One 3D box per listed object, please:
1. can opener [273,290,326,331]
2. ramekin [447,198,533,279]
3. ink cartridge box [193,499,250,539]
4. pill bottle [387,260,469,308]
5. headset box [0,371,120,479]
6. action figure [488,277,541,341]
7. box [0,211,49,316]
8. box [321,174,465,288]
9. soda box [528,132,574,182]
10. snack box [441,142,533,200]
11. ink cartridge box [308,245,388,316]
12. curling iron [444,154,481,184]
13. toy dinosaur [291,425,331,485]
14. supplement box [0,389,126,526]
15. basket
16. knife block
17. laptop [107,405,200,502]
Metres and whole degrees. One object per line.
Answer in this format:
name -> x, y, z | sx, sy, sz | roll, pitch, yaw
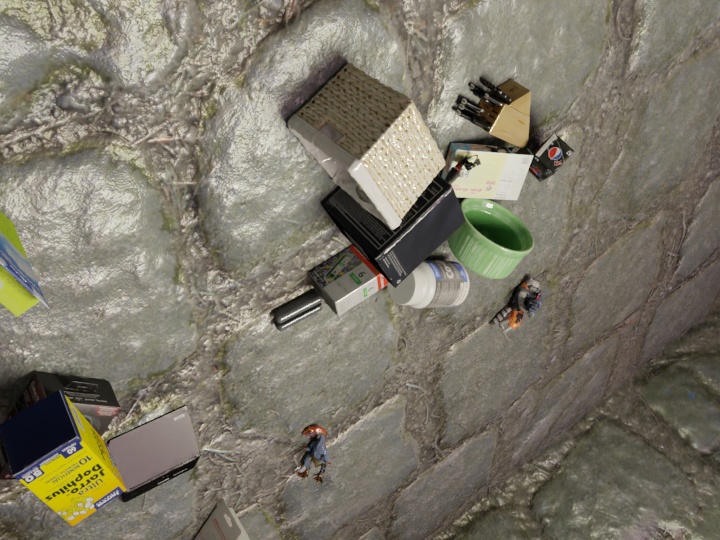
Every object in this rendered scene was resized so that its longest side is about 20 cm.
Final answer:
can opener -> -0.095, 0.076, 1.467 | 0.197, 0.067, 0.053 | -23, 140, -21
ramekin -> 0.302, -0.074, 1.604 | 0.197, 0.201, 0.099 | -7, 138, -40
ink cartridge box -> -0.359, 0.702, 1.751 | 0.067, 0.117, 0.202 | 16, 113, -51
pill bottle -> 0.163, 0.032, 1.632 | 0.197, 0.114, 0.115 | 0, 125, -45
headset box -> -0.538, 0.272, 1.204 | 0.201, 0.077, 0.148 | -53, 143, 12
action figure -> 0.475, 0.110, 2.027 | 0.196, 0.104, 0.200 | -60, 166, 11
box -> -0.478, -0.032, 0.869 | 0.047, 0.200, 0.123 | -35, 143, -10
box -> 0.066, -0.114, 1.324 | 0.198, 0.200, 0.124 | -42, 143, -2
soda box -> 0.437, -0.262, 1.584 | 0.071, 0.063, 0.200 | -48, 178, 5
snack box -> 0.280, -0.220, 1.518 | 0.195, 0.037, 0.118 | 1, 126, -20
ink cartridge box -> 0.000, 0.000, 1.445 | 0.198, 0.109, 0.051 | -32, 142, -18
curling iron -> 0.200, -0.203, 1.376 | 0.049, 0.026, 0.200 | -17, -168, 31
toy dinosaur -> -0.125, 0.489, 1.848 | 0.200, 0.103, 0.185 | -53, 159, -73
supplement box -> -0.493, 0.317, 1.133 | 0.108, 0.110, 0.202 | -31, 141, -16
basket -> 0.014, -0.220, 1.182 | 0.161, 0.198, 0.200 | -48, 143, -1
knife block -> 0.283, -0.322, 1.456 | 0.174, 0.064, 0.202 | -33, 142, -16
laptop -> -0.448, 0.403, 1.471 | 0.174, 0.105, 0.201 | -21, 163, -28
